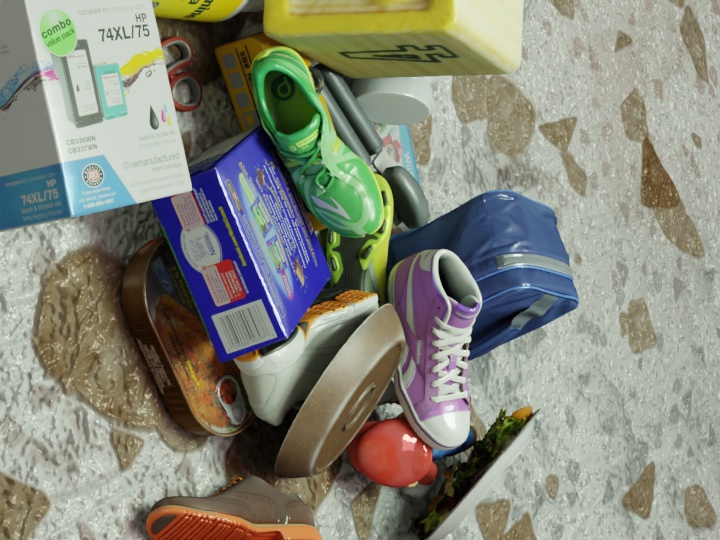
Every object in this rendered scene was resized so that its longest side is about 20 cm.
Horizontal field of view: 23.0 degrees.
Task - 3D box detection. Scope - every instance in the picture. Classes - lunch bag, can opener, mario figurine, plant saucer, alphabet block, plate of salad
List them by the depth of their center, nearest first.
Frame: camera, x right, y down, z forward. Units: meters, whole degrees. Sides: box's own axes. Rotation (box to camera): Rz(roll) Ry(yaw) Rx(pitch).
[{"bbox_3d":[0.038,-0.296,1.691,0.200,0.196,0.196,17,73,-67],"label":"alphabet block"},{"bbox_3d":[-0.013,0.124,1.714,0.200,0.034,0.200,-54,167,-18],"label":"plant saucer"},{"bbox_3d":[0.008,-0.129,1.836,0.200,0.066,0.053,54,48,-24],"label":"can opener"},{"bbox_3d":[0.042,0.174,1.865,0.124,0.106,0.200,50,26,13],"label":"mario figurine"},{"bbox_3d":[0.118,0.215,1.869,0.048,0.200,0.200,41,45,5],"label":"plate of salad"},{"bbox_3d":[0.122,0.019,1.880,0.136,0.200,0.133,17,53,-47],"label":"lunch bag"}]

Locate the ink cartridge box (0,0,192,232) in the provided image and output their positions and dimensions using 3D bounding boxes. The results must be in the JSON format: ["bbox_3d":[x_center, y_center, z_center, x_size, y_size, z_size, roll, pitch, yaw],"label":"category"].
[{"bbox_3d":[-0.257,-0.143,1.467,0.147,0.146,0.200,-18,97,-51],"label":"ink cartridge box"}]

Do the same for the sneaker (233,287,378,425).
[{"bbox_3d":[-0.050,0.081,1.708,0.200,0.076,0.092,-30,119,-46],"label":"sneaker"}]

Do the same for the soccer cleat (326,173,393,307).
[{"bbox_3d":[-0.001,0.000,1.823,0.084,0.065,0.201,8,88,-80],"label":"soccer cleat"}]

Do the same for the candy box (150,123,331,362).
[{"bbox_3d":[-0.106,-0.031,1.634,0.200,0.077,0.169,-53,123,-69],"label":"candy box"}]

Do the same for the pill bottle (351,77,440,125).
[{"bbox_3d":[0.041,-0.263,1.879,0.112,0.112,0.200,25,64,-46],"label":"pill bottle"}]

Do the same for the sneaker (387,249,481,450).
[{"bbox_3d":[0.083,0.077,1.757,0.073,0.114,0.201,-11,85,-29],"label":"sneaker"}]

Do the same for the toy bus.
[{"bbox_3d":[-0.071,-0.138,1.741,0.065,0.078,0.200,-31,105,-54],"label":"toy bus"}]

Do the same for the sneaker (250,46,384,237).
[{"bbox_3d":[-0.049,-0.114,1.654,0.200,0.074,0.084,58,14,-6],"label":"sneaker"}]

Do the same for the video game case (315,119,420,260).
[{"bbox_3d":[-0.004,-0.095,1.875,0.200,0.018,0.143,-18,98,-51],"label":"video game case"}]

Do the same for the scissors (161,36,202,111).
[{"bbox_3d":[-0.212,-0.154,1.635,0.200,0.014,0.073,-41,118,-45],"label":"scissors"}]

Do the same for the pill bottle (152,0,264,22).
[{"bbox_3d":[-0.164,-0.288,1.632,0.200,0.112,0.113,-4,88,-51],"label":"pill bottle"}]

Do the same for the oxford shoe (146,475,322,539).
[{"bbox_3d":[-0.124,0.230,1.654,0.200,0.071,0.073,20,41,-45],"label":"oxford shoe"}]

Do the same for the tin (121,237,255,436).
[{"bbox_3d":[-0.155,0.061,1.649,0.112,0.042,0.200,-39,114,-42],"label":"tin"}]
